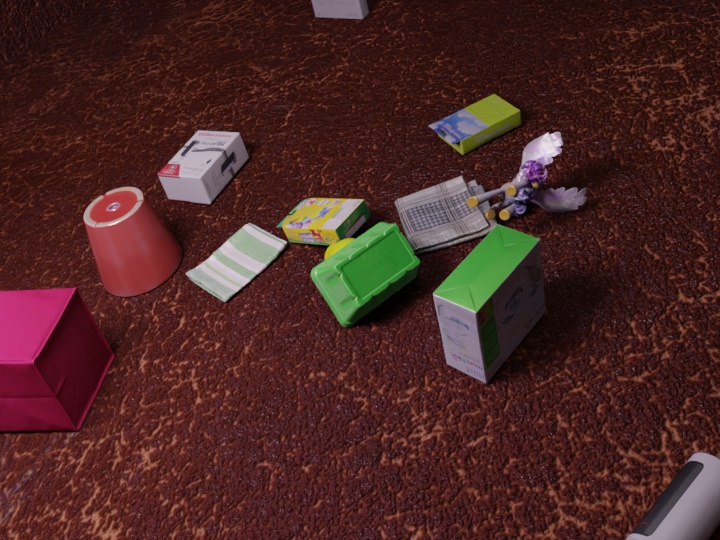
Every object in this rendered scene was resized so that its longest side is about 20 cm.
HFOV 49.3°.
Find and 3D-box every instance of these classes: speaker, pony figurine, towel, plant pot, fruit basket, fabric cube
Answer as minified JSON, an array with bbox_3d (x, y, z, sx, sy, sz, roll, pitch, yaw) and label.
[{"bbox_3d":[0.426,0.342,1.051,0.199,0.082,0.081,-39,45,-24],"label":"speaker"},{"bbox_3d":[0.341,-0.173,1.611,0.191,0.170,0.199,-13,14,46],"label":"pony figurine"},{"bbox_3d":[-0.273,-0.023,1.745,0.151,0.024,0.199,25,55,37],"label":"towel"},{"bbox_3d":[-0.522,-0.075,1.768,0.195,0.180,0.203,-10,39,8],"label":"plant pot"},{"bbox_3d":[0.000,0.000,1.567,0.213,0.157,0.216,-34,0,0],"label":"fruit basket"},{"bbox_3d":[0.185,-0.125,1.695,0.195,0.035,0.194,-16,40,0],"label":"towel"},{"bbox_3d":[-0.629,0.171,1.507,0.194,0.203,0.198,-2,40,14],"label":"fabric cube"}]

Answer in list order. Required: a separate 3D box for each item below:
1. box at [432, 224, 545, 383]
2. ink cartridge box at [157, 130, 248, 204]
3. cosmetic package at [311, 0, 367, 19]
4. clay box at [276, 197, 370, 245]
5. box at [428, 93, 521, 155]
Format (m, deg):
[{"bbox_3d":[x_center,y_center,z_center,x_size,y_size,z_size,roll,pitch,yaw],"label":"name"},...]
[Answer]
[{"bbox_3d":[0.227,0.057,1.364,0.096,0.179,0.200,22,52,37],"label":"box"},{"bbox_3d":[-0.401,-0.270,2.020,0.141,0.085,0.201,8,45,27],"label":"ink cartridge box"},{"bbox_3d":[-0.078,-0.914,2.588,0.196,0.153,0.052,14,46,31],"label":"cosmetic package"},{"bbox_3d":[-0.085,-0.110,1.740,0.197,0.048,0.115,6,43,44],"label":"clay box"},{"bbox_3d":[0.279,-0.354,1.912,0.197,0.048,0.122,-28,41,-12],"label":"box"}]
